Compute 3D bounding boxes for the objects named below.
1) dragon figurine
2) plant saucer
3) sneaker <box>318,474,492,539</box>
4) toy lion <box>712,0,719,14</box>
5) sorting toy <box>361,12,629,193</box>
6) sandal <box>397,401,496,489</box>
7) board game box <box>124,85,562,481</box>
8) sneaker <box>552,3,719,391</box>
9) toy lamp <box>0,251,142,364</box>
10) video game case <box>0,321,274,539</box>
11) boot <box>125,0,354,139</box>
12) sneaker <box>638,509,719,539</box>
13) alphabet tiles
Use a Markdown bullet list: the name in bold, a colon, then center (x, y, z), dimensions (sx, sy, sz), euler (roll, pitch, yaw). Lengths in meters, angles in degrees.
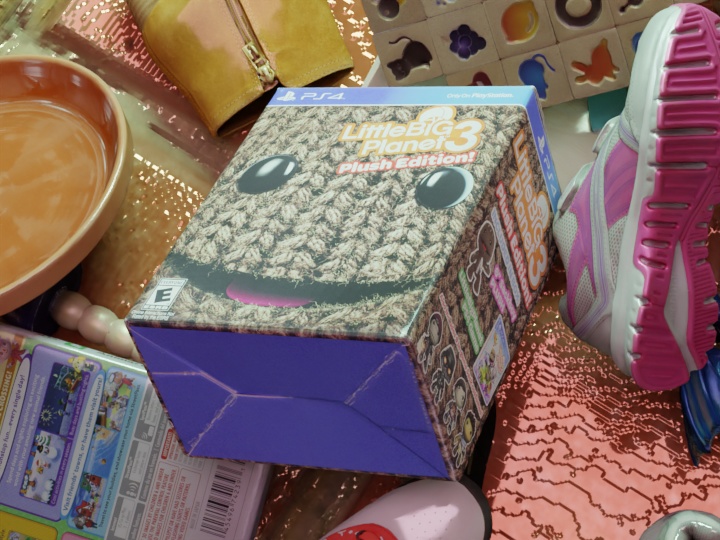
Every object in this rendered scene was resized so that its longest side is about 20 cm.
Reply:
- **dragon figurine**: center (0.204, 0.073, 0.969), dimensions (0.099, 0.059, 0.201), euler (-2, 69, 7)
- **plant saucer**: center (-0.224, -0.044, 1.026), dimensions (0.199, 0.032, 0.201), euler (-9, 50, 11)
- **sneaker**: center (-0.024, 0.174, 0.883), dimensions (0.201, 0.108, 0.067), euler (-34, 81, 9)
- **toy lion**: center (0.171, -0.231, 0.993), dimensions (0.199, 0.192, 0.069), euler (28, 78, 12)
- **sorting toy**: center (0.089, -0.107, 1.019), dimensions (0.200, 0.107, 0.180), euler (38, 93, 3)
- **sandal**: center (0.037, 0.104, 0.971), dimensions (0.057, 0.080, 0.202), euler (-1, 73, 19)
- **board game box**: center (0.000, 0.000, 0.924), dimensions (0.159, 0.097, 0.200), euler (2, 41, 26)
- **sneaker**: center (0.145, -0.043, 0.937), dimensions (0.088, 0.081, 0.201), euler (16, 96, 49)
- **toy lamp**: center (-0.130, 0.040, 1.014), dimensions (0.199, 0.058, 0.058), euler (26, 78, 9)
- **video game case**: center (-0.151, 0.147, 0.974), dimensions (0.181, 0.022, 0.201), euler (16, 92, 9)
- **boot**: center (-0.041, -0.181, 1.070), dimensions (0.201, 0.071, 0.144), euler (-36, 80, -2)
- **sneaker**: center (0.197, 0.219, 0.918), dimensions (0.075, 0.081, 0.201), euler (-20, 74, -3)
- **alphabet tiles**: center (0.092, -0.170, 0.951), dimensions (0.199, 0.006, 0.167), euler (-14, 108, 19)
